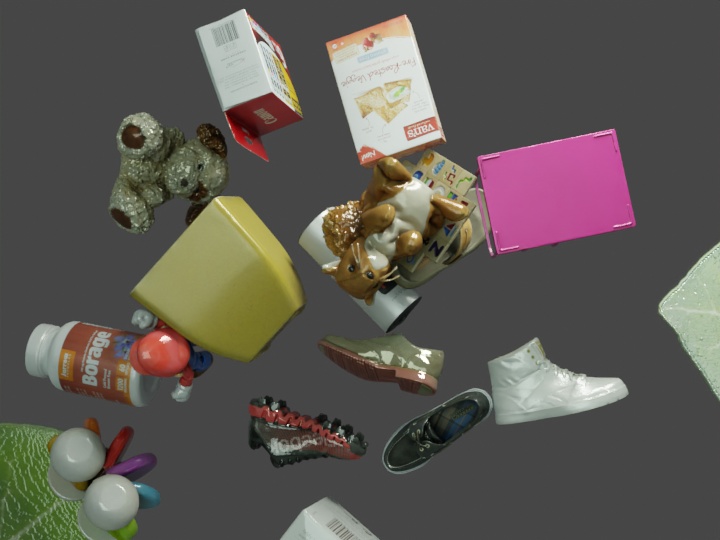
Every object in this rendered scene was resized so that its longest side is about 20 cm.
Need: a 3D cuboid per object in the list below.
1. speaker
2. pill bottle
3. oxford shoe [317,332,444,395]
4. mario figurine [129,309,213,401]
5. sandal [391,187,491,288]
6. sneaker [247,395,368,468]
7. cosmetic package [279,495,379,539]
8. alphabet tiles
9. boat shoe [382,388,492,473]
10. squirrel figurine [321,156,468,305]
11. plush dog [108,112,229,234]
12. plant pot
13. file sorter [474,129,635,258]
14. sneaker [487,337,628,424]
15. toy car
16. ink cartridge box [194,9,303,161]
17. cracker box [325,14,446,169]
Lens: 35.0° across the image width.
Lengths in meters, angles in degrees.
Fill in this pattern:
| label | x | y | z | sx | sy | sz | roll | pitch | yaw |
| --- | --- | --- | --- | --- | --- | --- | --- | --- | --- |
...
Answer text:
| label | x | y | z | sx | sy | sz | roll | pitch | yaw |
| --- | --- | --- | --- | --- | --- | --- | --- | --- | --- |
| speaker | 0.000 | 0.000 | 1.742 | 0.081 | 0.081 | 0.200 | -45 | 80 | 6 |
| pill bottle | -0.420 | 0.143 | 1.803 | 0.198 | 0.112 | 0.113 | 10 | 89 | 12 |
| oxford shoe | 0.032 | 0.129 | 1.746 | 0.198 | 0.071 | 0.074 | 18 | 66 | 12 |
| mario figurine | -0.300 | 0.128 | 1.735 | 0.123 | 0.200 | 0.107 | 32 | 93 | 11 |
| sandal | 0.128 | -0.049 | 1.709 | 0.200 | 0.054 | 0.080 | -39 | 78 | -16 |
| sneaker | -0.087 | 0.264 | 1.752 | 0.199 | 0.071 | 0.099 | 16 | 90 | 14 |
| cosmetic package | -0.064 | 0.471 | 1.689 | 0.165 | 0.165 | 0.200 | 40 | 95 | 11 |
| alphabet tiles | 0.089 | -0.092 | 1.700 | 0.167 | 0.006 | 0.200 | -56 | 38 | 5 |
| boat shoe | 0.108 | 0.241 | 1.711 | 0.199 | 0.057 | 0.069 | -37 | 80 | 16 |
| squirrel figurine | 0.024 | -0.046 | 1.635 | 0.141 | 0.200 | 0.188 | 33 | 82 | -21 |
| plush dog | -0.291 | -0.160 | 1.797 | 0.170 | 0.161 | 0.201 | 13 | 118 | -2 |
| plant pot | -0.192 | 0.027 | 1.729 | 0.200 | 0.195 | 0.194 | 43 | 96 | 2 |
| file sorter | 0.273 | -0.105 | 1.653 | 0.198 | 0.125 | 0.140 | -11 | 85 | -1 |
| sneaker | 0.286 | 0.153 | 1.680 | 0.198 | 0.074 | 0.117 | -12 | 88 | 12 |
| toy car | -0.392 | 0.320 | 1.783 | 0.149 | 0.175 | 0.200 | -33 | 79 | -29 |
| ink cartridge box | -0.156 | -0.273 | 1.724 | 0.083 | 0.200 | 0.177 | -20 | 83 | 9 |
| cracker box | 0.039 | -0.273 | 1.758 | 0.133 | 0.058 | 0.202 | -18 | 85 | 11 |
